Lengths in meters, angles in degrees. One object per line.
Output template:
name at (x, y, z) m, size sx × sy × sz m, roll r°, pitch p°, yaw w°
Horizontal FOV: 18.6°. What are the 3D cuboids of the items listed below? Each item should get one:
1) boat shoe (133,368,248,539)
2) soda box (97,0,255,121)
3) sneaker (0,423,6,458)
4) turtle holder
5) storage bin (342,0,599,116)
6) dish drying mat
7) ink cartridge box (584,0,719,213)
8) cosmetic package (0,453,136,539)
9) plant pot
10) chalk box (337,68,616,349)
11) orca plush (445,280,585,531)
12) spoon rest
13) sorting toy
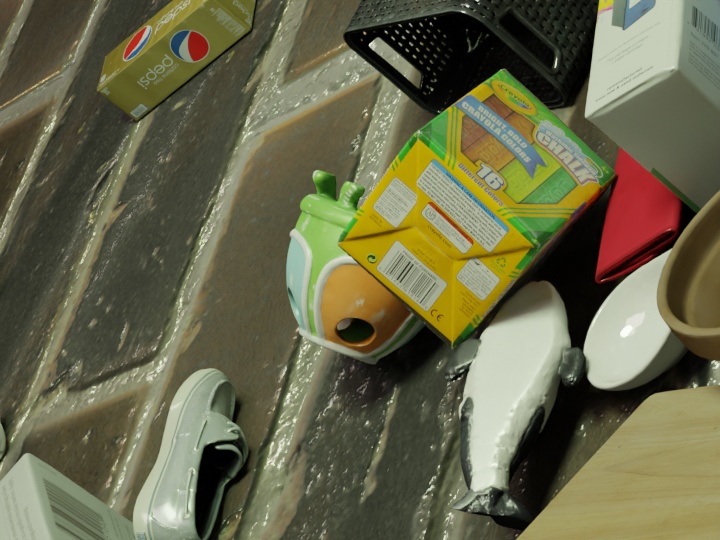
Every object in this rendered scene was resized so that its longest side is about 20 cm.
boat shoe at (-0.132, 0.164, 1.884) m, size 0.071 × 0.070 × 0.201 m, roll -5°, pitch 41°, yaw 23°
soda box at (-0.209, -0.259, 2.497) m, size 0.200 × 0.064 × 0.068 m, roll -34°, pitch 32°, yaw 31°
sneaker at (-0.449, 0.203, 2.326) m, size 0.200 × 0.078 × 0.100 m, roll -34°, pitch 24°, yaw 14°
turtle holder at (-0.006, -0.002, 1.799) m, size 0.185 × 0.141 × 0.132 m, roll 23°, pitch 94°, yaw 53°
storage bin at (0.097, -0.210, 1.883) m, size 0.200 × 0.135 × 0.094 m, roll 0°, pitch 57°, yaw 57°
dish drying mat at (0.215, -0.068, 1.628) m, size 0.077 × 0.018 × 0.200 m, roll -34°, pitch 24°, yaw 32°
ink cartridge box at (0.245, -0.155, 1.578) m, size 0.087 × 0.145 × 0.201 m, roll -29°, pitch 36°, yaw 39°
cosmetic package at (-0.268, 0.298, 1.814) m, size 0.200 × 0.165 × 0.165 m, roll -48°, pitch 27°, yaw 8°
plant pot at (0.290, -0.001, 1.362) m, size 0.200 × 0.093 × 0.201 m, roll -34°, pitch 22°, yaw 16°
chalk box at (0.099, -0.056, 1.651) m, size 0.124 × 0.124 × 0.200 m, roll -53°, pitch -7°, yaw 36°
orca plush at (0.120, 0.106, 1.562) m, size 0.105 × 0.071 × 0.201 m, roll -15°, pitch 46°, yaw 17°
spoon rest at (0.226, 0.013, 1.501) m, size 0.200 × 0.061 × 0.100 m, roll -35°, pitch 32°, yaw 29°
sorting toy at (0.205, 0.148, 1.301) m, size 0.199 × 0.070 × 0.200 m, roll -42°, pitch 18°, yaw -35°
